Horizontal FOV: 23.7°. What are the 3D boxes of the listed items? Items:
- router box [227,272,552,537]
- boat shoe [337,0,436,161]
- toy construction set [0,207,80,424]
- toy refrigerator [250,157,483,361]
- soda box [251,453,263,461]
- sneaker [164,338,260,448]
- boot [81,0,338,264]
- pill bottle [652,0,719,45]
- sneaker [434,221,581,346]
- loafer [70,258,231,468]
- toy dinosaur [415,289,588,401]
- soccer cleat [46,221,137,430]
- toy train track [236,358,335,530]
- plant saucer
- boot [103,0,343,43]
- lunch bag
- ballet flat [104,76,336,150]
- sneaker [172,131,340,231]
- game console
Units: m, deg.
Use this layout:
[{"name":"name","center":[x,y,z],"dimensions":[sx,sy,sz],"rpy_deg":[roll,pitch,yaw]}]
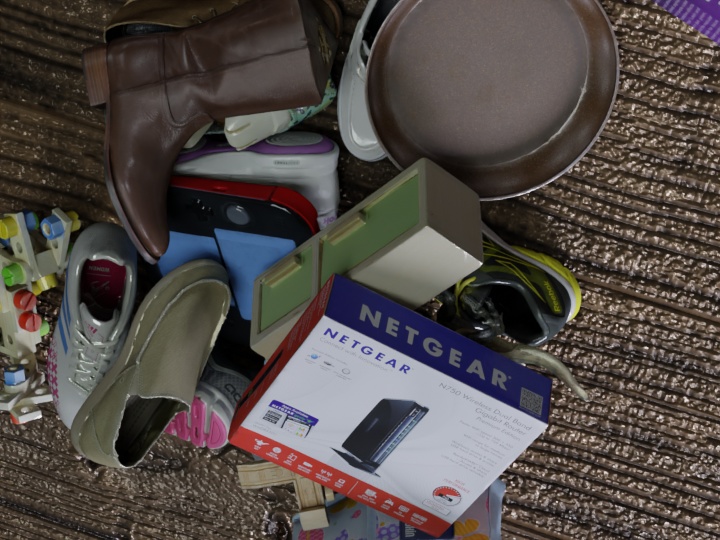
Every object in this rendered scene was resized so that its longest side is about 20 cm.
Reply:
[{"name":"router box","center":[0.021,0.111,1.357],"dimensions":[0.199,0.049,0.180],"rpy_deg":[26,133,-12]},{"name":"boat shoe","center":[0.024,-0.171,1.359],"dimensions":[0.072,0.066,0.201],"rpy_deg":[27,119,6]},{"name":"toy construction set","center":[-0.304,0.033,1.538],"dimensions":[0.131,0.092,0.201],"rpy_deg":[16,105,41]},{"name":"toy refrigerator","center":[0.000,0.000,1.349],"dimensions":[0.070,0.076,0.200],"rpy_deg":[32,130,-31]},{"name":"soda box","center":[-0.003,0.126,1.502],"dimensions":[0.199,0.063,0.068],"rpy_deg":[-16,110,25]},{"name":"sneaker","center":[-0.158,0.098,1.535],"dimensions":[0.199,0.087,0.074],"rpy_deg":[17,125,43]},{"name":"boot","center":[-0.105,-0.115,1.348],"dimensions":[0.199,0.064,0.187],"rpy_deg":[-13,98,8]},{"name":"pill bottle","center":[0.250,-0.233,1.226],"dimensions":[0.200,0.111,0.112],"rpy_deg":[33,120,3]},{"name":"sneaker","center":[0.084,-0.002,1.403],"dimensions":[0.199,0.085,0.075],"rpy_deg":[21,117,8]},{"name":"loafer","center":[-0.163,0.084,1.432],"dimensions":[0.068,0.076,0.200],"rpy_deg":[37,98,42]},{"name":"toy dinosaur","center":[0.083,0.051,1.360],"dimensions":[0.199,0.048,0.088],"rpy_deg":[9,136,22]},{"name":"soccer cleat","center":[-0.230,0.058,1.460],"dimensions":[0.069,0.086,0.201],"rpy_deg":[5,110,-10]},{"name":"toy train track","center":[-0.057,0.133,1.450],"dimensions":[0.114,0.033,0.201],"rpy_deg":[-11,108,2]},{"name":"plant saucer","center":[0.100,-0.151,1.327],"dimensions":[0.199,0.032,0.201],"rpy_deg":[-3,117,-7]},{"name":"boot","center":[-0.114,-0.192,1.394],"dimensions":[0.199,0.075,0.074],"rpy_deg":[0,111,18]},{"name":"lunch bag","center":[0.035,0.259,1.480],"dimensions":[0.200,0.170,0.127],"rpy_deg":[-28,125,28]},{"name":"ballet flat","center":[-0.118,-0.128,1.410],"dimensions":[0.199,0.074,0.075],"rpy_deg":[-2,112,18]},{"name":"sneaker","center":[-0.112,-0.064,1.449],"dimensions":[0.199,0.075,0.100],"rpy_deg":[1,115,19]},{"name":"game console","center":[-0.108,-0.002,1.458],"dimensions":[0.176,0.031,0.200],"rpy_deg":[6,140,16]}]
